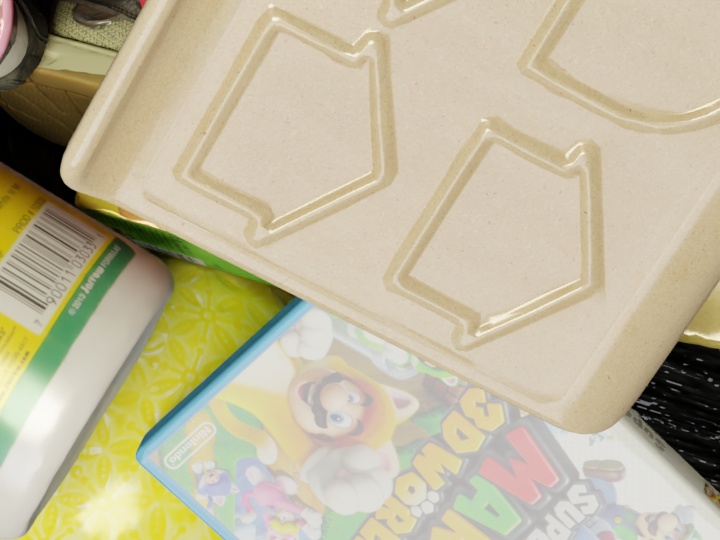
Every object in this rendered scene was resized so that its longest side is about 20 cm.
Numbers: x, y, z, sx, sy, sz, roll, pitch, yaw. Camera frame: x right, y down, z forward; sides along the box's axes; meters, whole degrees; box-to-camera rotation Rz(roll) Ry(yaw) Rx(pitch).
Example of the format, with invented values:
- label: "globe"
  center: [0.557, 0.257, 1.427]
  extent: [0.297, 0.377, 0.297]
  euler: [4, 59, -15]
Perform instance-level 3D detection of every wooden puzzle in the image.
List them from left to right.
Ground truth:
- label: "wooden puzzle"
  center: [0.037, -0.063, 0.857]
  extent: [0.200, 0.046, 0.185]
  euler: [24, 118, -15]

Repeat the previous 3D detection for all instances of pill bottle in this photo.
- label: "pill bottle"
  center: [-0.174, -0.003, 0.990]
  extent: [0.200, 0.113, 0.113]
  euler: [32, 152, -1]

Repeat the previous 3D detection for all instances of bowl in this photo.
- label: "bowl"
  center: [-0.118, 0.050, 1.113]
  extent: [0.200, 0.201, 0.108]
  euler: [-10, 138, 40]

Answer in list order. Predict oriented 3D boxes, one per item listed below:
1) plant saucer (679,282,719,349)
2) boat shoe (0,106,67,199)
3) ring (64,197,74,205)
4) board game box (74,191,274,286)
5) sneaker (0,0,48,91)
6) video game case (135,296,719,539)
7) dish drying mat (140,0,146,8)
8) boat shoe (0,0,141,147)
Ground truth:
- label: "plant saucer"
  center: [0.145, -0.035, 1.008]
  extent: [0.199, 0.049, 0.200]
  euler: [11, 153, 10]
- label: "boat shoe"
  center: [-0.203, -0.072, 1.079]
  extent: [0.200, 0.074, 0.066]
  euler: [41, 141, -23]
- label: "ring"
  center: [-0.083, -0.037, 1.156]
  extent: [0.200, 0.019, 0.201]
  euler: [13, 152, 7]
- label: "board game box"
  center: [0.000, 0.000, 1.042]
  extent: [0.199, 0.030, 0.096]
  euler: [19, 175, 3]
- label: "sneaker"
  center: [-0.191, -0.113, 0.994]
  extent: [0.200, 0.079, 0.095]
  euler: [31, -172, 16]
- label: "video game case"
  center: [0.039, 0.088, 1.015]
  extent: [0.200, 0.018, 0.143]
  euler: [43, 116, -10]
- label: "dish drying mat"
  center: [-0.040, -0.101, 0.913]
  extent: [0.077, 0.018, 0.201]
  euler: [2, 121, 25]
- label: "boat shoe"
  center: [-0.038, -0.068, 1.005]
  extent: [0.199, 0.065, 0.073]
  euler: [14, 159, 21]
